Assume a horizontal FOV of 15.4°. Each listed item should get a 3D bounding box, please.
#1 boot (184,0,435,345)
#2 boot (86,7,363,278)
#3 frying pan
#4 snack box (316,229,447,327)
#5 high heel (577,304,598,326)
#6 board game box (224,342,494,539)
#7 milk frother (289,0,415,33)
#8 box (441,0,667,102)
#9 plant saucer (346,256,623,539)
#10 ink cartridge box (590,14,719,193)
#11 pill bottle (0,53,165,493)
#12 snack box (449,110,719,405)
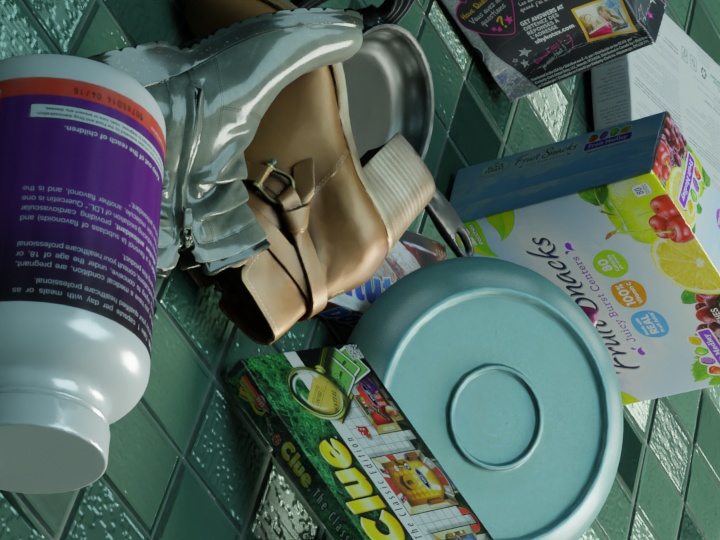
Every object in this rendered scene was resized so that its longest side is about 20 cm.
[{"bbox_3d":[-0.065,-0.067,1.549,0.200,0.074,0.155,45,59,3],"label":"boot"},{"bbox_3d":[-0.075,-0.069,1.490,0.199,0.068,0.131,-17,92,-30],"label":"boot"},{"bbox_3d":[0.028,-0.087,1.701,0.190,0.031,0.116,28,75,-54],"label":"frying pan"},{"bbox_3d":[0.000,0.000,1.670,0.200,0.024,0.072,20,57,-56],"label":"snack box"},{"bbox_3d":[0.141,0.075,1.787,0.200,0.095,0.068,53,33,-51],"label":"high heel"},{"bbox_3d":[0.013,0.127,1.522,0.104,0.023,0.200,-9,55,-48],"label":"board game box"},{"bbox_3d":[-0.044,-0.250,1.641,0.200,0.179,0.189,110,-17,-60],"label":"milk frother"},{"bbox_3d":[0.149,-0.240,1.947,0.115,0.132,0.200,54,34,-24],"label":"box"},{"bbox_3d":[0.078,0.090,1.634,0.199,0.027,0.202,3,83,-23],"label":"plant saucer"},{"bbox_3d":[0.243,-0.107,2.136,0.196,0.043,0.201,35,49,-50],"label":"ink cartridge box"},{"bbox_3d":[-0.155,0.002,1.307,0.112,0.112,0.201,38,44,-46],"label":"pill bottle"},{"bbox_3d":[0.177,0.000,1.833,0.200,0.168,0.068,54,37,-32],"label":"snack box"}]
